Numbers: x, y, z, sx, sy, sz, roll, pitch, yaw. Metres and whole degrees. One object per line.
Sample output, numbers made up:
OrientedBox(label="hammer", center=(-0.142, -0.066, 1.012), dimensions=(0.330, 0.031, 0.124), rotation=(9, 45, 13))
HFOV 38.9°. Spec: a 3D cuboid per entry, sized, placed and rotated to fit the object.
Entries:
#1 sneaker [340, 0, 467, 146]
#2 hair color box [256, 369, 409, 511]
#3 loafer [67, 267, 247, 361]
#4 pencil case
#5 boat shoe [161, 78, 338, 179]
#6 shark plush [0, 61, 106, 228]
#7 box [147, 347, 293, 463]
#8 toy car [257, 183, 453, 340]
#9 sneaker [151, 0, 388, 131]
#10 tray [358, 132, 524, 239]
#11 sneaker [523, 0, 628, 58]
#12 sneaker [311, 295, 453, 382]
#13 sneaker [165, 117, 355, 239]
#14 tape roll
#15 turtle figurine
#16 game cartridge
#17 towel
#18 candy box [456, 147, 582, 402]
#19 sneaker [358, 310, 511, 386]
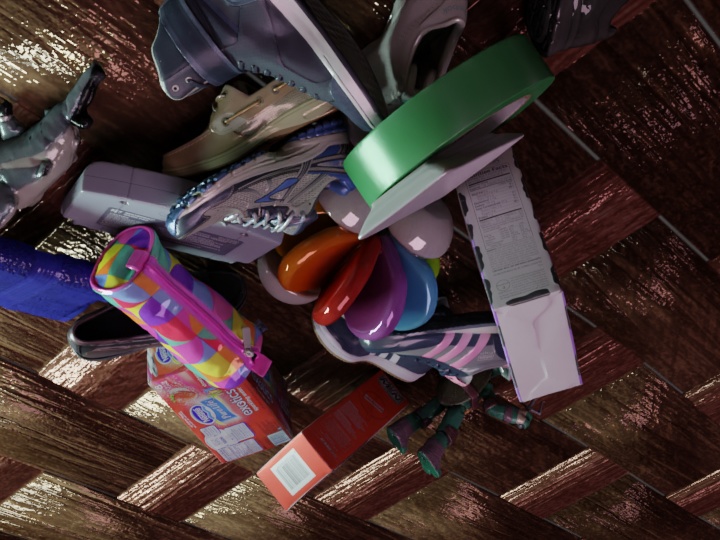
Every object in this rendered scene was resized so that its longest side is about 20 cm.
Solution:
OrientedBox(label="sneaker", center=(0.038, -0.171, 0.917), dimensions=(0.075, 0.089, 0.201), rotation=(7, 136, -22))
OrientedBox(label="hair color box", center=(-0.030, 0.205, 1.254), dimensions=(0.102, 0.061, 0.200), rotation=(-46, 172, 33))
OrientedBox(label="loafer", center=(-0.214, 0.047, 1.088), dimensions=(0.199, 0.072, 0.063), rotation=(-20, 172, -10))
OrientedBox(label="pencil case", center=(-0.176, 0.041, 1.020), dimensions=(0.088, 0.089, 0.200), rotation=(-29, 132, 19))
OrientedBox(label="boat shoe", center=(-0.103, -0.144, 0.942), dimensions=(0.199, 0.072, 0.065), rotation=(-23, 100, 17))
OrientedBox(label="shark plush", center=(-0.307, -0.114, 0.926), dimensions=(0.200, 0.091, 0.083), rotation=(-35, 102, 33))
OrientedBox(label="box", center=(-0.163, 0.132, 1.205), dimensions=(0.099, 0.096, 0.200), rotation=(-20, 138, 8))
OrientedBox(label="toy car", center=(0.000, 0.000, 1.052), dimensions=(0.199, 0.151, 0.175), rotation=(18, 131, -29))
OrientedBox(label="sneaker", center=(-0.083, -0.170, 0.867), dimensions=(0.146, 0.077, 0.203), rotation=(-36, 105, 19))
OrientedBox(label="tray", center=(0.072, -0.085, 0.913), dimensions=(0.107, 0.022, 0.200), rotation=(-35, 178, 31))
OrientedBox(label="sneaker", center=(0.203, -0.273, 0.864), dimensions=(0.090, 0.076, 0.201), rotation=(-10, 147, -16))
OrientedBox(label="sneaker", center=(0.040, 0.066, 1.194), dimensions=(0.108, 0.071, 0.199), rotation=(-32, 142, 29))
OrientedBox(label="sneaker", center=(-0.080, -0.067, 0.927), dimensions=(0.199, 0.086, 0.077), rotation=(-29, -171, -25))
OrientedBox(label="tape roll", center=(0.078, -0.131, 0.909), dimensions=(0.200, 0.048, 0.200), rotation=(-35, 178, -1))
OrientedBox(label="turtle figurine", center=(0.134, 0.166, 1.301), dimensions=(0.200, 0.149, 0.101), rotation=(-38, 112, -18))
OrientedBox(label="game cartridge", center=(-0.181, -0.054, 0.992), dimensions=(0.199, 0.041, 0.133), rotation=(15, 167, -24))
OrientedBox(label="towel", center=(-0.352, -0.003, 1.014), dimensions=(0.199, 0.050, 0.147), rotation=(19, 154, -38))
OrientedBox(label="candy box", center=(0.160, 0.004, 1.053), dimensions=(0.071, 0.201, 0.168), rotation=(-17, 138, 7))
OrientedBox(label="sneaker", center=(0.094, 0.093, 1.141), dimensions=(0.198, 0.070, 0.083), rotation=(-2, 103, -14))
